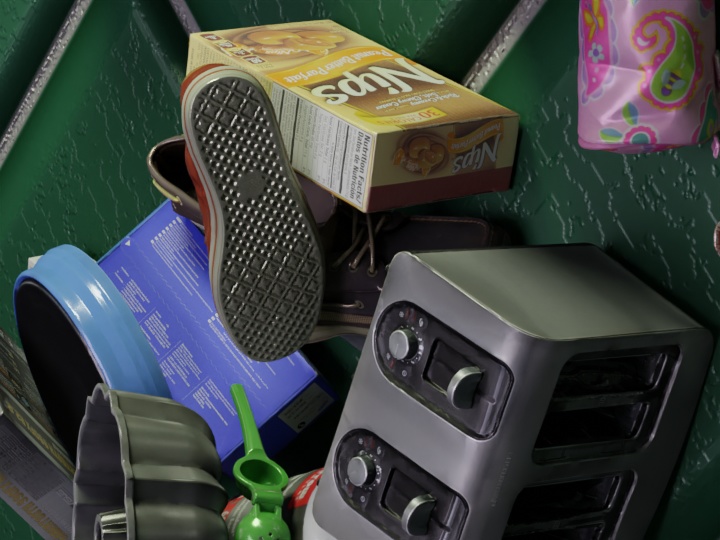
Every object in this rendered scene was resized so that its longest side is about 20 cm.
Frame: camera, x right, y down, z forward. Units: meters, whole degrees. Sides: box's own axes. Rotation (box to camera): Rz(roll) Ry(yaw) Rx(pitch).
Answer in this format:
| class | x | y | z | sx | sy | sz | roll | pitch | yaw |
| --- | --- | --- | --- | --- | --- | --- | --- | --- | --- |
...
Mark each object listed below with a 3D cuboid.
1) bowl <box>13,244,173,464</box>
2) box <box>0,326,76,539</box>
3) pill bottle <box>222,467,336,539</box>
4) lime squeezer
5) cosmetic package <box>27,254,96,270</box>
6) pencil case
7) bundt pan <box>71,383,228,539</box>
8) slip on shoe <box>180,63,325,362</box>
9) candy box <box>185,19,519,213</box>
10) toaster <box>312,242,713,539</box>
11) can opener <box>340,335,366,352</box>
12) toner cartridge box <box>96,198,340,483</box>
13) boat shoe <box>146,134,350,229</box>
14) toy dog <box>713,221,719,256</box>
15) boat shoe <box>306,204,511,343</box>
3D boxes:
| class | x | y | z | sx | sy | sz | roll | pitch | yaw |
| --- | --- | --- | --- | --- | --- | --- | --- | --- | --- |
| bowl | -0.186 | 0.081 | 1.838 | 0.201 | 0.039 | 0.201 | 49 | 153 | 36 |
| box | -0.253 | 0.116 | 1.930 | 0.048 | 0.200 | 0.159 | -33 | 47 | 4 |
| pill bottle | -0.011 | 0.183 | 1.697 | 0.200 | 0.114 | 0.114 | -23 | 79 | 52 |
| lime squeezer | -0.065 | 0.154 | 1.663 | 0.071 | 0.038 | 0.201 | 99 | 170 | -65 |
| cosmetic package | -0.179 | 0.060 | 1.942 | 0.200 | 0.050 | 0.083 | 33 | 128 | 45 |
| pencil case | 0.160 | -0.161 | 1.429 | 0.087 | 0.087 | 0.201 | 12 | 108 | 51 |
| bundt pan | -0.134 | 0.174 | 1.685 | 0.202 | 0.075 | 0.203 | -178 | 90 | -74 |
| slip on shoe | -0.068 | -0.037 | 1.593 | 0.061 | 0.074 | 0.201 | -123 | 17 | -63 |
| candy box | -0.009 | -0.100 | 1.631 | 0.200 | 0.115 | 0.056 | 30 | 122 | 46 |
| toaster | 0.091 | 0.086 | 1.495 | 0.119 | 0.199 | 0.181 | 37 | 118 | 39 |
| can opener | 0.018 | 0.046 | 1.667 | 0.200 | 0.067 | 0.054 | 34 | 122 | 44 |
| toner cartridge box | -0.108 | 0.047 | 1.813 | 0.095 | 0.043 | 0.200 | -40 | 55 | 0 |
| boat shoe | -0.072 | -0.052 | 1.754 | 0.200 | 0.059 | 0.072 | 18 | 75 | 52 |
| toy dog | 0.240 | -0.029 | 1.335 | 0.132 | 0.096 | 0.201 | -4 | 94 | 53 |
| boat shoe | 0.000 | 0.000 | 1.633 | 0.199 | 0.073 | 0.075 | -13 | 52 | 34 |
